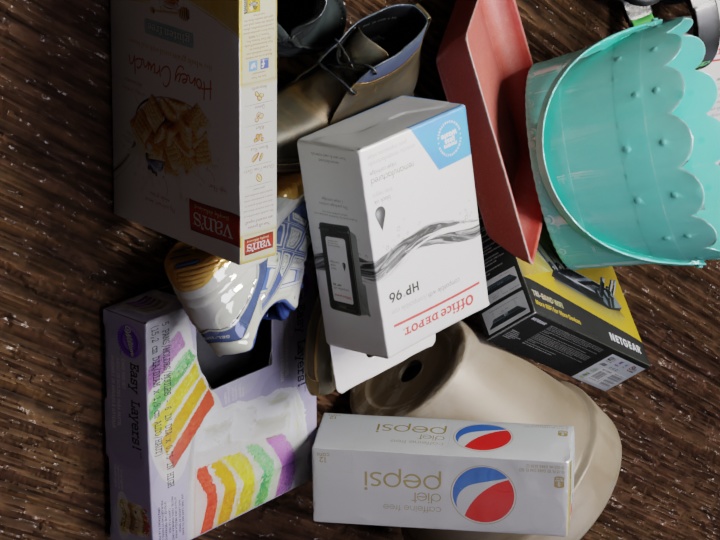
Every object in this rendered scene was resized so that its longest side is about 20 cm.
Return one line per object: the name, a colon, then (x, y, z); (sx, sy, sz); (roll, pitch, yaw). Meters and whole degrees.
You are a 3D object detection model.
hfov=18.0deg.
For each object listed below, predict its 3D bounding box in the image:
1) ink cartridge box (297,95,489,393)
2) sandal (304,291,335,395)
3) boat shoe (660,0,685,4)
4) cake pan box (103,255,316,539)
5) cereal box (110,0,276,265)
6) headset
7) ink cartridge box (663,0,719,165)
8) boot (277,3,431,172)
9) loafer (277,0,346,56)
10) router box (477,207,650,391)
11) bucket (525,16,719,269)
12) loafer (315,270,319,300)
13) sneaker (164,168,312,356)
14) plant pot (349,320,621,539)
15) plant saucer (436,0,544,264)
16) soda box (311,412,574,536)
ink cartridge box: (0.028, -0.014, 1.658); (0.116, 0.068, 0.200); (-26, 117, -39)
sandal: (0.000, 0.000, 1.721); (0.080, 0.054, 0.200); (52, 48, -76)
boat shoe: (0.336, -0.281, 2.079); (0.200, 0.069, 0.084); (-37, 131, -36)
cake pan box: (-0.109, 0.091, 1.702); (0.184, 0.052, 0.200); (-22, 120, -47)
cereal box: (-0.114, -0.117, 1.534); (0.040, 0.144, 0.200); (-16, 116, -40)
headset: (0.264, -0.269, 1.956); (0.094, 0.123, 0.200); (-23, 98, -19)
ink cartridge box: (0.303, -0.168, 2.078); (0.115, 0.068, 0.200); (-13, 118, -48)
boot: (-0.029, -0.138, 1.662); (0.200, 0.075, 0.097); (-24, 146, -43)
loafer: (-0.053, -0.190, 1.620); (0.201, 0.070, 0.068); (13, 85, -65)
router box: (0.154, 0.004, 1.911); (0.200, 0.052, 0.157); (23, 42, -52)
bucket: (0.223, -0.098, 1.868); (0.207, 0.135, 0.207); (-11, 90, -73)
loafer: (0.021, -0.033, 1.792); (0.073, 0.072, 0.200); (22, 88, -53)
sneaker: (-0.072, -0.011, 1.643); (0.200, 0.075, 0.088); (-46, 122, -48)
plant pot: (0.087, 0.134, 1.868); (0.200, 0.200, 0.174); (-53, 123, -22)
plant saucer: (0.107, -0.133, 1.808); (0.200, 0.037, 0.200); (-71, 147, -59)
soda box: (0.065, 0.157, 1.759); (0.064, 0.200, 0.068); (-72, 163, -66)
